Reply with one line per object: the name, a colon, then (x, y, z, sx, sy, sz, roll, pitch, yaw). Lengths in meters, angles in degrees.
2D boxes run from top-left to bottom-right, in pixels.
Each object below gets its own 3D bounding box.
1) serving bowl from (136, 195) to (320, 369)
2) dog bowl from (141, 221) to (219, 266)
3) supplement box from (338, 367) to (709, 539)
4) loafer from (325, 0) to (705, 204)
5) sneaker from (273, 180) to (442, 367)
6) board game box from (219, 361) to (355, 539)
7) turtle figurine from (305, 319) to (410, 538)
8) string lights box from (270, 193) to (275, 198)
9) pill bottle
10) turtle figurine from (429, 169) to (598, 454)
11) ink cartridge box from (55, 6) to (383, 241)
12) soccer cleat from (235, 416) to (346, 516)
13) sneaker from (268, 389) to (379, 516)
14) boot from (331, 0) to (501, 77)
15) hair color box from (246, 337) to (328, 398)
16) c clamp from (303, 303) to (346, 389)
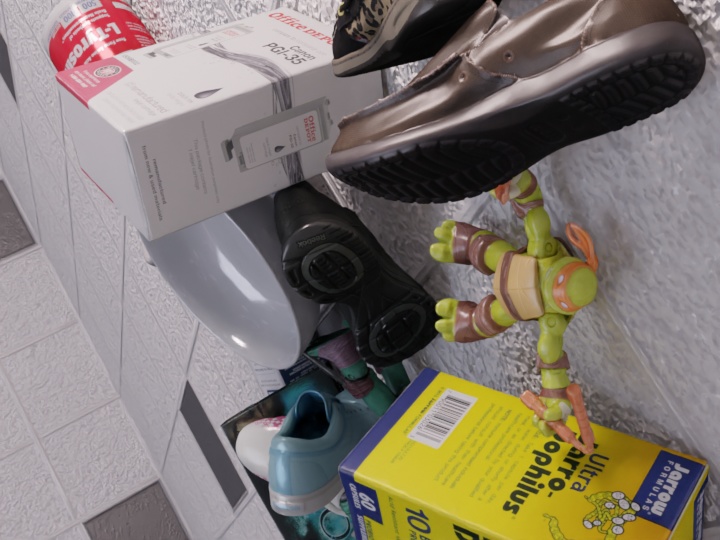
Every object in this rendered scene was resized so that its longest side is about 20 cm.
serving bowl: (-0.103, -0.016, 0.806, 0.199, 0.066, 0.202, 33, 148, 24)
dog bowl: (-0.172, -0.092, 0.947, 0.200, 0.058, 0.204, -173, 90, -69)
supplement box: (0.100, 0.159, 0.601, 0.198, 0.109, 0.110, 15, 131, 34)
loafer: (0.068, -0.090, 0.477, 0.198, 0.073, 0.072, -17, 66, 31)
sneaker: (0.000, 0.000, 0.739, 0.200, 0.075, 0.091, 51, -170, -47)
board game box: (-0.042, 0.216, 1.014, 0.202, 0.134, 0.028, 60, -169, -2)
turtle figurine: (0.030, 0.137, 0.834, 0.203, 0.099, 0.150, 67, -162, -4)
string lights box: (-0.121, -0.040, 1.014, 0.104, 0.058, 0.200, 65, 157, -1)
pill bottle: (-0.264, -0.210, 1.078, 0.201, 0.111, 0.113, 53, 155, 23)
turtle figurine: (0.096, -0.002, 0.578, 0.161, 0.064, 0.203, -176, 70, -70)
ink cartridge box: (-0.099, -0.116, 0.707, 0.146, 0.198, 0.084, 36, 142, 47)
soccer cleat: (-0.038, 0.194, 0.947, 0.197, 0.086, 0.071, 13, 99, 14)
sneaker: (-0.026, 0.140, 0.888, 0.073, 0.200, 0.083, 4, 109, 16)
boot: (0.010, -0.197, 0.549, 0.200, 0.072, 0.153, -170, 64, -79)
hair color box: (-0.077, 0.111, 1.078, 0.203, 0.060, 0.100, 65, 157, -3)
c clamp: (-0.053, 0.021, 0.904, 0.169, 0.027, 0.201, 29, 144, -1)
